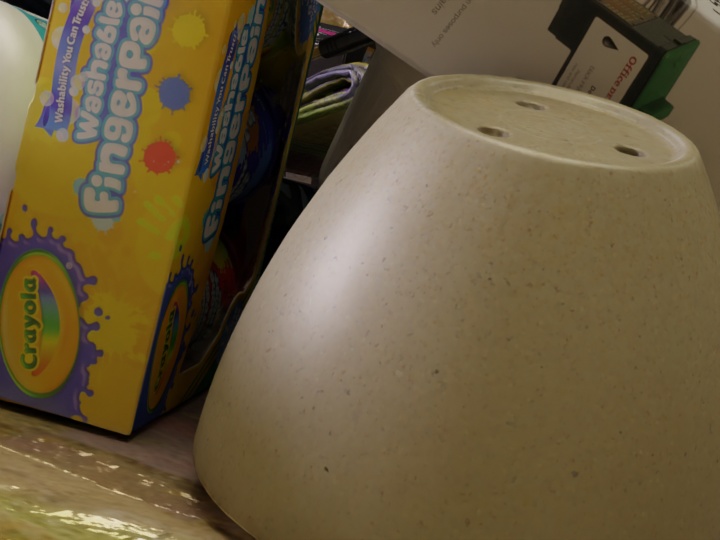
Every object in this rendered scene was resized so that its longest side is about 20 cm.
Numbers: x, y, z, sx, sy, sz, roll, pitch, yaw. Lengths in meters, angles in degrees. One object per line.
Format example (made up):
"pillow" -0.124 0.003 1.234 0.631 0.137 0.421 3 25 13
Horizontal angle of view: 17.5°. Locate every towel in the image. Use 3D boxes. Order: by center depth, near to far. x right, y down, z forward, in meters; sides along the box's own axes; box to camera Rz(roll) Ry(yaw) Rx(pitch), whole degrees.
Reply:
"towel" 0.034 -0.064 1.145 0.200 0.023 0.143 10 -15 -35

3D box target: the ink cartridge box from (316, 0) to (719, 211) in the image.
"ink cartridge box" 0.076 -0.106 0.912 0.200 0.084 0.146 32 18 -17

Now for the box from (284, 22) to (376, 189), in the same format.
"box" -0.103 -0.100 1.448 0.199 0.133 0.115 14 12 10

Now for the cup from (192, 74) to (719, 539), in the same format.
"cup" 0.052 0.015 0.809 0.200 0.144 0.200 11 18 -4

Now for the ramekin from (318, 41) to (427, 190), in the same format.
"ramekin" 0.073 -0.020 0.991 0.202 0.094 0.202 32 18 -12

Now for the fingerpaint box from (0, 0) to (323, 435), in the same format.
"fingerpaint box" -0.078 -0.049 0.939 0.073 0.201 0.167 15 8 10

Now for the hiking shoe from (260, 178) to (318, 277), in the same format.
"hiking shoe" 0.000 0.000 1.137 0.200 0.075 0.087 28 25 38

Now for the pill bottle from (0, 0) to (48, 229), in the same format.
"pill bottle" -0.153 -0.058 1.050 0.111 0.111 0.200 20 2 38

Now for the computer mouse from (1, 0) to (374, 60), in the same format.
"computer mouse" -0.071 -0.136 1.097 0.200 0.046 0.140 -21 -38 36
